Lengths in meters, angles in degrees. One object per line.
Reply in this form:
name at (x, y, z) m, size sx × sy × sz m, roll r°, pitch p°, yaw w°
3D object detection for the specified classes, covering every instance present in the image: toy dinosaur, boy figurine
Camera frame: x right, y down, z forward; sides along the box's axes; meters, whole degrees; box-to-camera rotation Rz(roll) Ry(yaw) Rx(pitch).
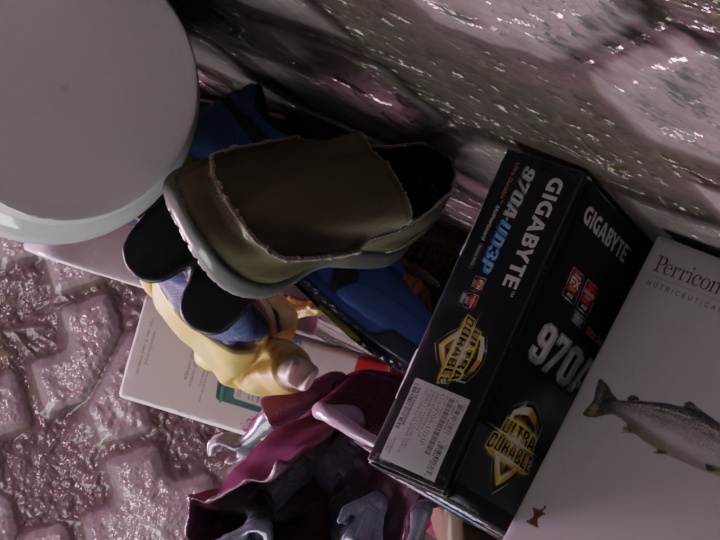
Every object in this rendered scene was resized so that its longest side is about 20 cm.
toy dinosaur at (0.000, 0.000, 1.217) m, size 0.106 × 0.061 × 0.200 m, roll -8°, pitch 173°, yaw 7°
boy figurine at (-0.067, 0.021, 1.111) m, size 0.124 × 0.064 × 0.200 m, roll 41°, pitch 174°, yaw 14°

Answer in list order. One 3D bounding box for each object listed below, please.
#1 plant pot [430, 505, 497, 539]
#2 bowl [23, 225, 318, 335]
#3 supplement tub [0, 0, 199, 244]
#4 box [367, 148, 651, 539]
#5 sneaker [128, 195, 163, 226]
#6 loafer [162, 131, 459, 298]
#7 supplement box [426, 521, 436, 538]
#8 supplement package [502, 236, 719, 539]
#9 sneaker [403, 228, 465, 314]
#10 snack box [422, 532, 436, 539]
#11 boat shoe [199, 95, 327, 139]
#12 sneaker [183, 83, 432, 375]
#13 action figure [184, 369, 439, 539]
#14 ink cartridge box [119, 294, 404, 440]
plant pot at (0.113, 0.089, 1.245) m, size 0.200 × 0.201 × 0.175 m, roll 31°, pitch -169°, yaw -30°
bowl at (-0.122, -0.019, 1.424) m, size 0.199 × 0.075 × 0.200 m, roll 15°, pitch 178°, yaw -9°
supplement tub at (-0.160, -0.086, 1.046) m, size 0.145 × 0.145 × 0.200 m, roll 29°, pitch 174°, yaw -15°
box at (0.091, 0.052, 1.025) m, size 0.046 × 0.160 × 0.200 m, roll 21°, pitch 171°, yaw 30°
sneaker at (-0.176, -0.077, 1.208) m, size 0.200 × 0.070 × 0.082 m, roll 32°, pitch 154°, yaw -25°
loafer at (-0.019, -0.038, 1.006) m, size 0.075 × 0.070 × 0.200 m, roll 59°, pitch -151°, yaw 10°
supplement box at (0.102, 0.132, 1.395) m, size 0.101 × 0.200 × 0.103 m, roll 26°, pitch 161°, yaw 18°
supplement package at (0.161, 0.107, 0.979) m, size 0.117 × 0.201 × 0.117 m, roll 22°, pitch 172°, yaw 41°
sneaker at (0.021, -0.015, 1.330) m, size 0.200 × 0.071 × 0.076 m, roll 29°, pitch -160°, yaw -25°
snack box at (0.071, 0.235, 1.304) m, size 0.200 × 0.053 × 0.142 m, roll 38°, pitch 161°, yaw -17°
boat shoe at (-0.054, -0.068, 1.233) m, size 0.200 × 0.057 × 0.067 m, roll 18°, pitch 133°, yaw 42°
sneaker at (-0.013, -0.023, 1.116) m, size 0.200 × 0.078 × 0.066 m, roll 43°, pitch 172°, yaw 19°
action figure at (-0.015, 0.089, 1.120) m, size 0.134 × 0.149 × 0.200 m, roll 27°, pitch -152°, yaw 6°
ink cartridge box at (-0.034, 0.076, 1.310) m, size 0.199 × 0.068 × 0.116 m, roll 16°, pitch 179°, yaw 12°
